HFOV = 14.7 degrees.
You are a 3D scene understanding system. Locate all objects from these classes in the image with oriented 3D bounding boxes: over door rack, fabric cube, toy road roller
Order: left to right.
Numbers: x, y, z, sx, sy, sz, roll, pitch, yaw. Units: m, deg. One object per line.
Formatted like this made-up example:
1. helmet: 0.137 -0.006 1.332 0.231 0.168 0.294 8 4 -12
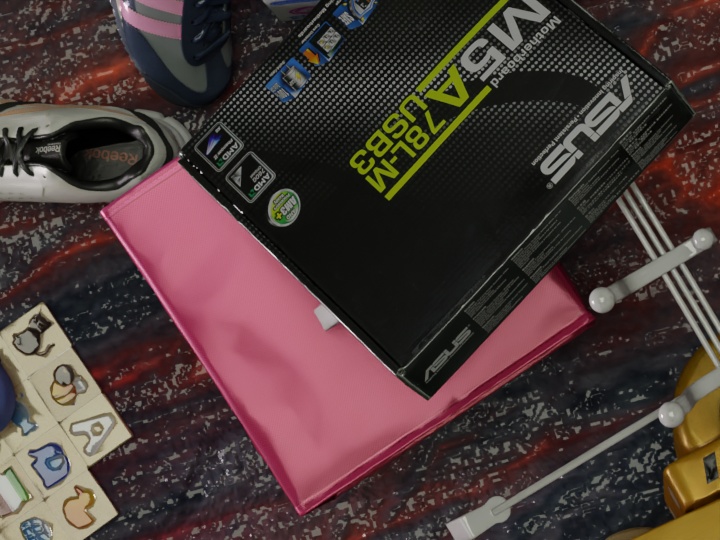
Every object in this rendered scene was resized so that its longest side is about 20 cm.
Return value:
1. fabric cube: 0.000 0.000 1.579 0.196 0.200 0.199 -35 86 2
2. over door rack: 0.099 0.031 1.437 0.200 0.067 0.148 -30 85 -3
3. toy road roller: 0.202 0.124 1.593 0.200 0.123 0.146 -27 72 -1

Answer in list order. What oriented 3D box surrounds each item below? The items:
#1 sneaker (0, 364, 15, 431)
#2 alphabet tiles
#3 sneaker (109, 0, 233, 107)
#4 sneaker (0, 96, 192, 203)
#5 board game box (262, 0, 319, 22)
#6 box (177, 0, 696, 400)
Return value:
1. sneaker: -0.296 0.033 1.661 0.200 0.078 0.070 35 89 10
2. alphabet tiles: -0.245 0.116 1.692 0.200 0.006 0.166 -35 83 3
3. sneaker: -0.098 -0.169 1.607 0.082 0.200 0.070 15 51 33
4. sneaker: -0.201 -0.073 1.664 0.200 0.080 0.074 -2 88 7
5. board game box: 0.035 -0.193 1.586 0.196 0.200 0.056 -5 86 6
6. box: 0.035 -0.068 1.419 0.200 0.048 0.193 -46 55 2
